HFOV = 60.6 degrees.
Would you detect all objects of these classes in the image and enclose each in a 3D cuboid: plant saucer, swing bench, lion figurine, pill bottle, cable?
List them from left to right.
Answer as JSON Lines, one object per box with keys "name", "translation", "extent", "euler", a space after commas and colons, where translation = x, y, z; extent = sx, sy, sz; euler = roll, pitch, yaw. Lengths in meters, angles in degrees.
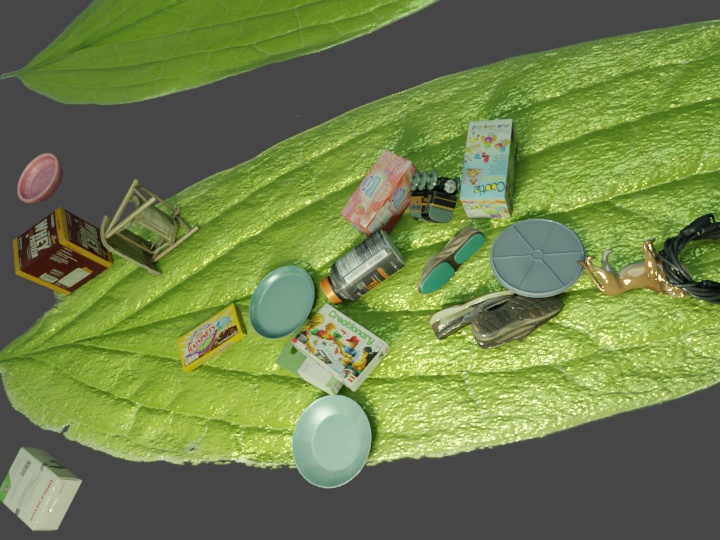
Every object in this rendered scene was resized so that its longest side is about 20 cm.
{"name": "plant saucer", "translation": [-1.161, -0.330, 2.249], "extent": [0.199, 0.051, 0.202], "euler": [-11, 63, 23]}
{"name": "swing bench", "translation": [-0.621, -0.119, 1.793], "extent": [0.130, 0.199, 0.200], "euler": [38, 88, 34]}
{"name": "plant saucer", "translation": [-0.198, 0.085, 1.587], "extent": [0.199, 0.027, 0.201], "euler": [-13, 60, 24]}
{"name": "plant saucer", "translation": [-0.060, 0.383, 1.385], "extent": [0.200, 0.039, 0.202], "euler": [-10, 64, 22]}
{"name": "pill bottle", "translation": [0.000, 0.000, 1.481], "extent": [0.200, 0.106, 0.106], "euler": [-35, 57, 9]}
{"name": "lion figurine", "translation": [0.543, 0.010, 1.224], "extent": [0.199, 0.072, 0.123], "euler": [-16, 89, 32]}
{"name": "cable", "translation": [0.651, -0.011, 1.153], "extent": [0.199, 0.051, 0.164], "euler": [-31, 77, -21]}

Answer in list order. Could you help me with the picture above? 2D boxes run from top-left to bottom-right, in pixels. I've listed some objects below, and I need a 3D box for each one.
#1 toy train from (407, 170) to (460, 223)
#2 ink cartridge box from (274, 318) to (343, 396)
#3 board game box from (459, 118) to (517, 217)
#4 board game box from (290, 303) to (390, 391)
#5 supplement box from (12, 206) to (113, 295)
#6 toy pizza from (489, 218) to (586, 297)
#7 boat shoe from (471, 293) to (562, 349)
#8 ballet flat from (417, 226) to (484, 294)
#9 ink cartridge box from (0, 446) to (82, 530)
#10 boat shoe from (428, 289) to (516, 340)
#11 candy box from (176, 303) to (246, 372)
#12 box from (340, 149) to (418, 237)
{"name": "toy train", "translation": [0.164, -0.170, 1.439], "extent": [0.200, 0.085, 0.115], "euler": [-159, 82, -72]}
{"name": "ink cartridge box", "translation": [-0.101, 0.192, 1.465], "extent": [0.199, 0.048, 0.146], "euler": [22, 65, 31]}
{"name": "board game box", "translation": [0.300, -0.234, 1.429], "extent": [0.104, 0.103, 0.201], "euler": [2, 70, 22]}
{"name": "board game box", "translation": [-0.047, 0.171, 1.408], "extent": [0.200, 0.035, 0.126], "euler": [30, 67, 33]}
{"name": "supplement box", "translation": [-0.924, -0.056, 1.920], "extent": [0.199, 0.197, 0.133], "euler": [-31, 58, 11]}
{"name": "toy pizza", "translation": [0.380, -0.025, 1.326], "extent": [0.199, 0.032, 0.201], "euler": [-7, 57, 11]}
{"name": "boat shoe", "translation": [0.326, 0.106, 1.291], "extent": [0.199, 0.074, 0.075], "euler": [-18, 46, -4]}
{"name": "ballet flat", "translation": [0.201, -0.025, 1.424], "extent": [0.200, 0.068, 0.067], "euler": [-40, 37, 0]}
{"name": "ink cartridge box", "translation": [-0.876, 0.594, 1.680], "extent": [0.199, 0.084, 0.147], "euler": [19, 79, 32]}
{"name": "boat shoe", "translation": [0.249, 0.097, 1.340], "extent": [0.199, 0.073, 0.065], "euler": [-22, 74, 18]}
{"name": "candy box", "translation": [-0.402, 0.181, 1.655], "extent": [0.199, 0.026, 0.103], "euler": [-33, 55, 11]}
{"name": "box", "translation": [0.056, -0.183, 1.535], "extent": [0.094, 0.103, 0.200], "euler": [32, 86, 33]}
